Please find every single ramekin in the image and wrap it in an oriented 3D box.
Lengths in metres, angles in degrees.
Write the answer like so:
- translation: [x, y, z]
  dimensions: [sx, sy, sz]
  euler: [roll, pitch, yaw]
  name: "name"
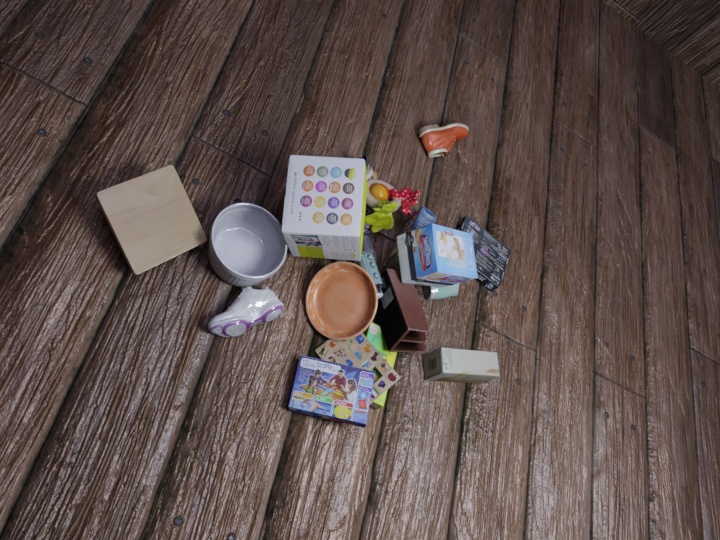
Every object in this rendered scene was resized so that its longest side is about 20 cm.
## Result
- translation: [-0.292, -0.056, 1.518]
  dimensions: [0.195, 0.105, 0.205]
  euler: [12, 63, -24]
  name: "ramekin"

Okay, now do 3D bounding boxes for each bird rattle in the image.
- translation: [0.077, -0.216, 1.763]
  dimensions: [0.162, 0.114, 0.200]
  euler: [39, 50, 12]
  name: "bird rattle"

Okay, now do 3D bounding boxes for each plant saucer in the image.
- translation: [-0.047, 0.081, 1.580]
  dimensions: [0.194, 0.037, 0.206]
  euler: [-2, 81, 11]
  name: "plant saucer"

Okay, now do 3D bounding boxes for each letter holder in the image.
- translation: [0.128, 0.113, 1.644]
  dimensions: [0.139, 0.101, 0.203]
  euler: [10, 46, -33]
  name: "letter holder"

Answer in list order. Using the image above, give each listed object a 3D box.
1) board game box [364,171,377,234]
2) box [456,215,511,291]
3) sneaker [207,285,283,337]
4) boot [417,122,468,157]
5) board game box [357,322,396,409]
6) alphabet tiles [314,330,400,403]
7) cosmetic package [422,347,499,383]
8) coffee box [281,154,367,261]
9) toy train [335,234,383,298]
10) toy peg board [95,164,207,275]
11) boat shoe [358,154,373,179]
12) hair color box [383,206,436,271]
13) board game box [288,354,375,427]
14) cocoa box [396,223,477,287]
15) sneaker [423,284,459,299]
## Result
- translation: [-0.018, -0.219, 1.788]
  dimensions: [0.132, 0.035, 0.205]
  euler: [16, 62, -23]
  name: "board game box"
- translation: [0.382, -0.056, 1.935]
  dimensions: [0.198, 0.043, 0.162]
  euler: [35, 56, -11]
  name: "box"
- translation: [-0.292, 0.099, 1.484]
  dimensions: [0.197, 0.076, 0.100]
  euler: [-19, 60, -34]
  name: "sneaker"
- translation: [0.294, -0.439, 2.045]
  dimensions: [0.195, 0.075, 0.110]
  euler: [-14, 78, -24]
  name: "boot"
- translation: [0.034, 0.252, 1.599]
  dimensions: [0.100, 0.048, 0.204]
  euler: [28, 58, -16]
  name: "board game box"
- translation: [-0.020, 0.251, 1.544]
  dimensions: [0.166, 0.008, 0.200]
  euler: [-35, 69, -22]
  name: "alphabet tiles"
- translation: [0.285, 0.271, 1.699]
  dimensions: [0.195, 0.105, 0.073]
  euler: [8, 66, -24]
  name: "cosmetic package"
- translation: [-0.084, -0.154, 1.531]
  dimensions: [0.192, 0.200, 0.206]
  euler: [4, 74, 2]
  name: "coffee box"
- translation: [0.000, 0.000, 1.646]
  dimensions: [0.084, 0.113, 0.205]
  euler: [-4, 70, -42]
  name: "toy train"
- translation: [-0.508, -0.117, 1.447]
  dimensions: [0.198, 0.097, 0.203]
  euler: [-30, 100, -35]
  name: "toy peg board"
- translation: [-0.029, -0.265, 1.726]
  dimensions: [0.200, 0.070, 0.066]
  euler: [-49, 135, -39]
  name: "boat shoe"
- translation: [0.148, -0.085, 1.782]
  dimensions: [0.060, 0.100, 0.202]
  euler: [35, 56, -11]
  name: "hair color box"
- translation: [-0.070, 0.297, 1.486]
  dimensions: [0.194, 0.035, 0.138]
  euler: [13, 61, 1]
  name: "board game box"
- translation: [0.214, -0.037, 1.661]
  dimensions: [0.197, 0.129, 0.137]
  euler: [8, 72, -46]
  name: "cocoa box"
- translation: [0.243, -0.014, 1.818]
  dimensions: [0.115, 0.074, 0.206]
  euler: [0, 78, -22]
  name: "sneaker"
